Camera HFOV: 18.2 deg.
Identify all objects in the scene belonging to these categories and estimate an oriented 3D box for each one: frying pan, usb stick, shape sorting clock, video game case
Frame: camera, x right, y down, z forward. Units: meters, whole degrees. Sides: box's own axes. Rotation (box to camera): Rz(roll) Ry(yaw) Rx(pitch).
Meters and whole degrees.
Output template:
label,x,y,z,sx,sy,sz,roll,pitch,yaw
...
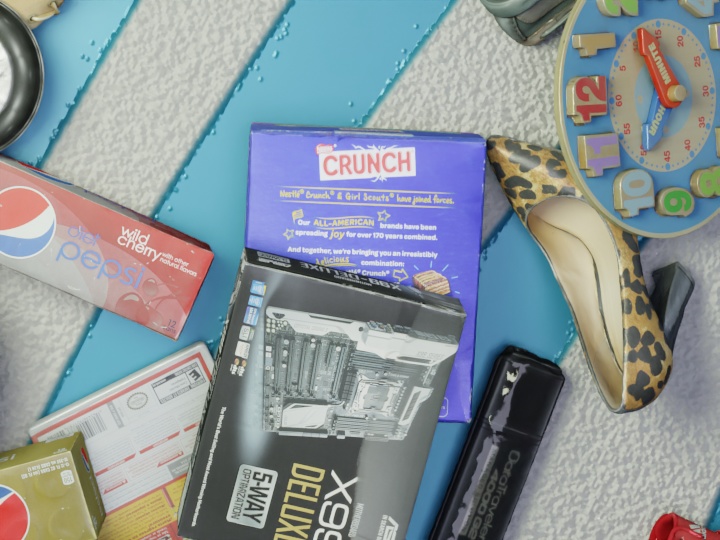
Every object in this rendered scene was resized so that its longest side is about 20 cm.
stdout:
label,x,y,z,sx,sy,sz,roll,pitch,yaw
frying pan,-0.278,-0.168,1.511,0.114,0.031,0.192,-12,97,-1
usb stick,0.093,0.154,1.648,0.055,0.033,0.201,19,95,-15
shape sorting clock,0.213,-0.123,1.583,0.199,0.039,0.202,-2,93,-33
video game case,-0.134,0.171,1.632,0.142,0.017,0.201,-26,99,-3

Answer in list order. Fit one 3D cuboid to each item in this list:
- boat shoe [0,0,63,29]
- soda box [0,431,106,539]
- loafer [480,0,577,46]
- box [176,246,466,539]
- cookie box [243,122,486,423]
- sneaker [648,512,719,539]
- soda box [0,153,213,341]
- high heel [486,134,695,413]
label,x,y,z,sx,sy,sz,roll,pitch,yaw
boat shoe,-0.230,-0.200,1.551,0.198,0.071,0.065,-6,103,5
soda box,-0.285,0.176,1.584,0.198,0.064,0.068,-15,99,3
loafer,0.173,-0.238,1.597,0.200,0.072,0.063,-37,134,3
box,-0.028,0.100,1.545,0.156,0.050,0.201,14,103,-8
cookie box,0.000,0.000,1.594,0.170,0.075,0.202,3,98,-5
sneaker,0.288,0.209,1.654,0.199,0.078,0.116,-37,101,-2
soda box,-0.205,-0.024,1.576,0.199,0.063,0.070,24,93,-9
high heel,0.149,0.002,1.580,0.200,0.143,0.071,40,137,-14
